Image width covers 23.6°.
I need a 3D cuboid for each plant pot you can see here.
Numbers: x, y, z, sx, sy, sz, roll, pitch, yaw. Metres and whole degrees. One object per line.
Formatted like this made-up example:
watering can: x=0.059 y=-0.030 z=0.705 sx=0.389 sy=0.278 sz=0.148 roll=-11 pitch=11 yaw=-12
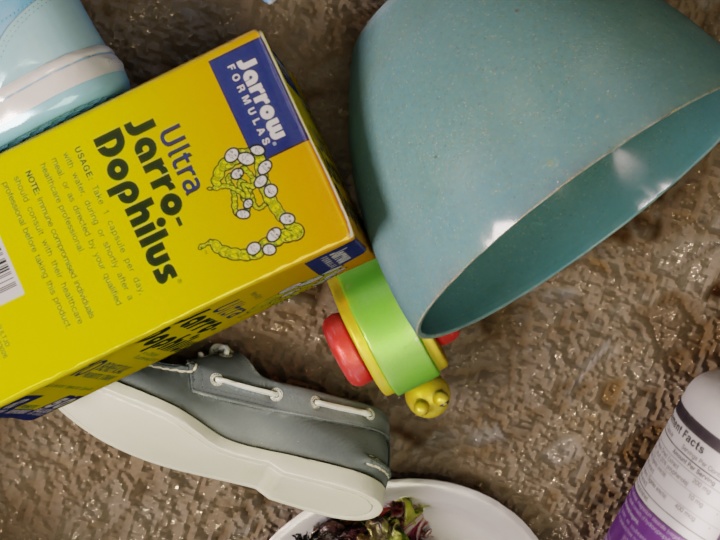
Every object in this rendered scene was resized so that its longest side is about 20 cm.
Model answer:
plant pot: x=0.072 y=-0.080 z=0.839 sx=0.200 sy=0.200 sz=0.135 roll=-36 pitch=78 yaw=3

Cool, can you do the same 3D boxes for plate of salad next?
plate of salad: x=0.022 y=0.215 z=0.996 sx=0.200 sy=0.048 sz=0.200 roll=-3 pitch=111 yaw=-9

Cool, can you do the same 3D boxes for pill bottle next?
pill bottle: x=0.214 y=0.126 z=0.966 sx=0.111 sy=0.111 sz=0.200 roll=22 pitch=105 yaw=-17

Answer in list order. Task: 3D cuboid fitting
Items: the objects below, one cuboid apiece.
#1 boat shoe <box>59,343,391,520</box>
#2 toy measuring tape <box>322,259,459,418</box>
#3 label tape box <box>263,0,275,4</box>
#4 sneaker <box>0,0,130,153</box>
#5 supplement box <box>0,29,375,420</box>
boat shoe: x=-0.075 y=0.075 z=0.931 sx=0.200 sy=0.073 sz=0.062 roll=21 pitch=61 yaw=-10
toy measuring tape: x=0.000 y=0.000 z=0.902 sx=0.074 sy=0.074 sz=0.200 roll=-28 pitch=112 yaw=0
label tape box: x=-0.013 y=-0.246 z=0.813 sx=0.200 sy=0.066 sz=0.143 roll=-39 pitch=112 yaw=2
sneaker: x=-0.220 y=-0.101 z=0.821 sx=0.200 sy=0.080 sz=0.131 roll=-23 pitch=89 yaw=7
supplement box: x=-0.107 y=-0.016 z=0.828 sx=0.200 sy=0.109 sz=0.110 roll=-26 pitch=83 yaw=4
